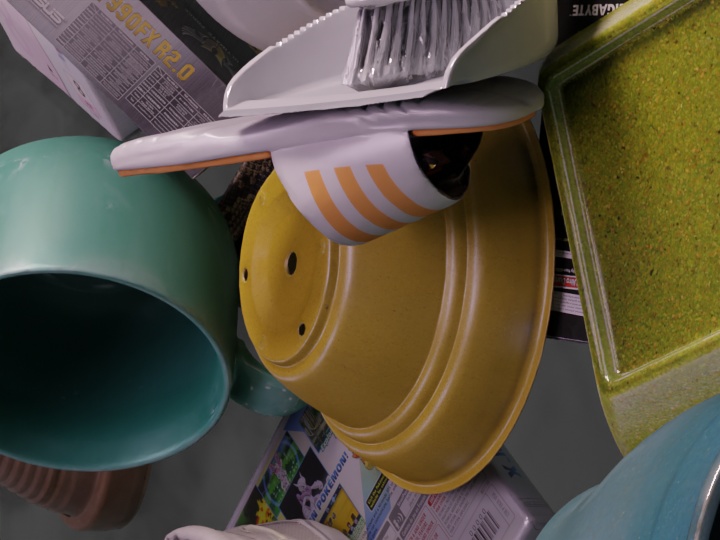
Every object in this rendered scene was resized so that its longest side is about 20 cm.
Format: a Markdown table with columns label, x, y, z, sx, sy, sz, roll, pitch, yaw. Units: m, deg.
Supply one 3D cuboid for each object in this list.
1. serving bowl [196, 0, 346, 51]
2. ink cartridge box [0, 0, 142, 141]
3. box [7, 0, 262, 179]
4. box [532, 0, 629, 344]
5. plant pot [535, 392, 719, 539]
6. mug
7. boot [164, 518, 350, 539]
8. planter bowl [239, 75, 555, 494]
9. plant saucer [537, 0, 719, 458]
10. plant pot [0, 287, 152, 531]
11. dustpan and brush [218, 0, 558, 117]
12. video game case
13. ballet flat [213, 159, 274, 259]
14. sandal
| label | x | y | z | sx | sy | sz | roll | pitch | yaw |
| --- | --- | --- | --- | --- | --- | --- | --- | --- | --- |
| serving bowl | 0.006 | -0.159 | 1.038 | 0.200 | 0.200 | 0.066 | -52 | 30 | 35 |
| ink cartridge box | -0.191 | -0.184 | 1.335 | 0.057 | 0.200 | 0.163 | -39 | 38 | -9 |
| box | -0.125 | -0.151 | 1.161 | 0.048 | 0.200 | 0.158 | -43 | 11 | 17 |
| box | 0.152 | -0.042 | 0.963 | 0.200 | 0.049 | 0.160 | 6 | 93 | 53 |
| plant pot | 0.152 | 0.129 | 0.834 | 0.188 | 0.200 | 0.201 | 159 | 112 | -64 |
| mug | -0.125 | 0.016 | 1.170 | 0.152 | 0.185 | 0.115 | -29 | 40 | 28 |
| boot | -0.017 | 0.176 | 1.080 | 0.200 | 0.095 | 0.074 | 31 | 111 | 50 |
| planter bowl | 0.000 | 0.000 | 1.071 | 0.200 | 0.083 | 0.201 | -14 | 74 | 60 |
| plant saucer | 0.140 | -0.037 | 0.899 | 0.200 | 0.048 | 0.200 | -31 | 62 | 47 |
| plant pot | -0.184 | 0.047 | 1.318 | 0.201 | 0.093 | 0.201 | 178 | 90 | -69 |
| dustpan and brush | 0.050 | -0.115 | 0.973 | 0.139 | 0.200 | 0.057 | -1 | 104 | 49 |
| video game case | 0.003 | 0.136 | 1.158 | 0.182 | 0.022 | 0.200 | 54 | 127 | 42 |
| ballet flat | -0.041 | -0.031 | 1.213 | 0.075 | 0.068 | 0.200 | 51 | 126 | 19 |
| sandal | -0.011 | -0.040 | 0.986 | 0.206 | 0.079 | 0.059 | -7 | 98 | 34 |
